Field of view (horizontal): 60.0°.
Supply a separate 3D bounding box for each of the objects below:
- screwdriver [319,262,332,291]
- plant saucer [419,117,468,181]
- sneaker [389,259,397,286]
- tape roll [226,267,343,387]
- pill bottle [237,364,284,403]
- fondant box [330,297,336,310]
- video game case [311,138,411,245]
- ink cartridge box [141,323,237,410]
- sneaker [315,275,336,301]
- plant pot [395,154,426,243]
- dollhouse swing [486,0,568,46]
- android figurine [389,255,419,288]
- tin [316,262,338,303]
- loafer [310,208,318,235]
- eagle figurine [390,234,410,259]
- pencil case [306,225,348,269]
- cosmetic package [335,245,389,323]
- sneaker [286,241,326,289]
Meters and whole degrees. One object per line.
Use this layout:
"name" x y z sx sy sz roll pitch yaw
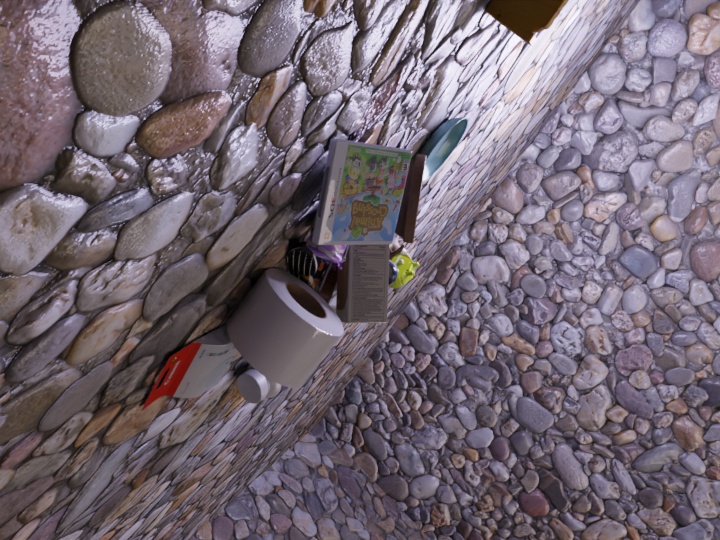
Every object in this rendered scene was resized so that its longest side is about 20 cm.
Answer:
"screwdriver" -0.052 -0.047 1.381 0.204 0.027 0.029 -69 -170 -19
"plant saucer" 0.201 -0.319 1.610 0.200 0.036 0.201 -46 167 -13
"sneaker" 0.000 0.000 1.530 0.084 0.197 0.079 11 88 -53
"tape roll" -0.149 0.113 1.252 0.140 0.202 0.202 -49 168 11
"pill bottle" -0.230 0.264 1.640 0.199 0.112 0.113 -34 161 -54
"fondant box" -0.058 0.089 1.742 0.201 0.057 0.147 114 -5 -58
"video game case" 0.006 -0.138 1.141 0.197 0.022 0.186 -3 111 -45
"ink cartridge box" -0.325 0.198 1.235 0.161 0.047 0.199 -55 169 28
"sneaker" -0.118 0.074 1.551 0.116 0.075 0.199 -54 166 27
"plant pot" 0.094 -0.170 1.442 0.201 0.090 0.206 8 90 -85
"dollhouse swing" 0.380 -0.554 1.245 0.174 0.182 0.202 7 126 -51
"android figurine" 0.073 0.002 1.795 0.183 0.196 0.042 -54 132 -48
"tin" -0.062 -0.002 1.441 0.112 0.041 0.204 104 4 -69
"loafer" -0.028 -0.122 1.299 0.199 0.071 0.064 -33 141 -46
"eagle figurine" 0.087 -0.088 1.767 0.148 0.152 0.203 -12 -139 23
"pencil case" -0.030 -0.107 1.192 0.204 0.084 0.084 -64 167 1
"cosmetic package" 0.005 0.011 1.363 0.071 0.103 0.206 -178 -88 -66
"sneaker" -0.105 -0.031 1.325 0.091 0.069 0.201 -60 173 -22
